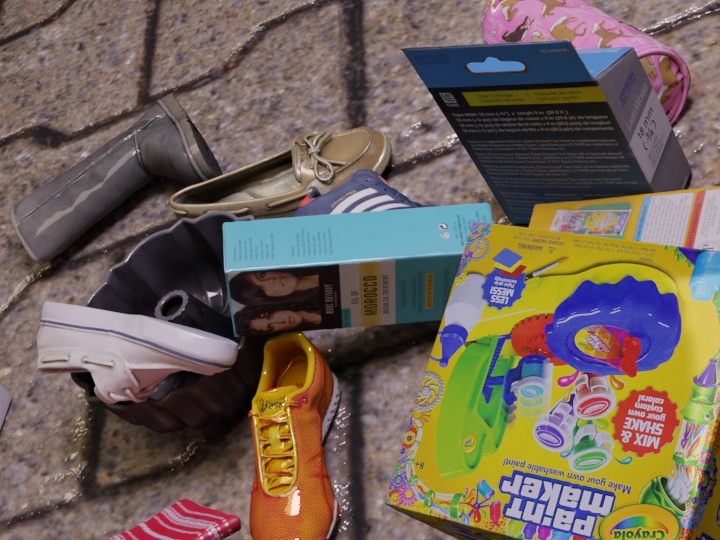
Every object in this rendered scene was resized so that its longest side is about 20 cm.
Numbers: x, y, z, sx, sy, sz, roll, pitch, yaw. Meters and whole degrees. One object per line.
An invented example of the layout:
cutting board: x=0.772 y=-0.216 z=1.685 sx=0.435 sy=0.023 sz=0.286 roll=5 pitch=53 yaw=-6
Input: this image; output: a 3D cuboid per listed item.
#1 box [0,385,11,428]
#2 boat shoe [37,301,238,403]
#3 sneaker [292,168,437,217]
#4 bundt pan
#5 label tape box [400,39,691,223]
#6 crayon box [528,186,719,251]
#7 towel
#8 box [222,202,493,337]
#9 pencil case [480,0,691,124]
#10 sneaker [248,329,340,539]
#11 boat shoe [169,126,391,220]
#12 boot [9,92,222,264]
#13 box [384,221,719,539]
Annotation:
box: x=-0.434 y=0.157 z=1.342 sx=0.200 sy=0.106 sz=0.152 roll=-13 pitch=46 yaw=25
boat shoe: x=-0.177 y=0.069 z=1.167 sx=0.200 sy=0.071 sz=0.070 roll=7 pitch=84 yaw=35
sneaker: x=0.023 y=-0.045 z=1.233 sx=0.200 sy=0.075 sz=0.085 roll=-1 pitch=53 yaw=34
bundt pan: x=-0.137 y=0.051 z=1.254 sx=0.202 sy=0.076 sz=0.202 roll=-19 pitch=43 yaw=19
label tape box: x=0.141 y=-0.117 z=1.120 sx=0.144 sy=0.200 sz=0.063 roll=3 pitch=54 yaw=37
crayon box: x=0.208 y=0.006 z=1.071 sx=0.200 sy=0.052 sz=0.126 roll=-4 pitch=50 yaw=32
towel: x=-0.191 y=0.212 z=1.076 sx=0.200 sy=0.023 sz=0.145 roll=-23 pitch=3 yaw=-18
box: x=0.000 y=0.000 z=1.139 sx=0.200 sy=0.082 sz=0.049 roll=-5 pitch=51 yaw=-2
pencil case: x=0.179 y=-0.176 z=1.245 sx=0.200 sy=0.086 sz=0.083 roll=46 pitch=116 yaw=50
sneaker: x=-0.059 y=0.133 z=1.121 sx=0.073 sy=0.077 sz=0.200 roll=-19 pitch=45 yaw=17
boat shoe: x=-0.070 y=-0.079 z=1.340 sx=0.201 sy=0.063 sz=0.073 roll=-21 pitch=42 yaw=18
boot: x=-0.237 y=-0.076 z=1.452 sx=0.200 sy=0.073 sz=0.182 roll=-32 pitch=26 yaw=-4
box: x=0.152 y=0.089 z=0.938 sx=0.200 sy=0.122 sz=0.193 roll=8 pitch=74 yaw=37
